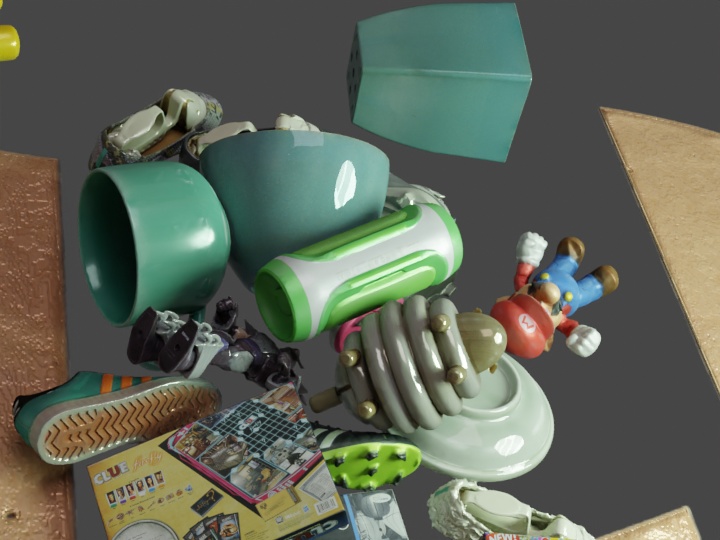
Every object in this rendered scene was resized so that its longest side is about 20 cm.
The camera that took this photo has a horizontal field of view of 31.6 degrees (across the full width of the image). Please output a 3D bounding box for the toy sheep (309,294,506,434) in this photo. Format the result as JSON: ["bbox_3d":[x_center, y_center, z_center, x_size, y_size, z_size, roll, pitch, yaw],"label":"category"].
[{"bbox_3d":[0.042,0.090,1.186,0.198,0.138,0.139,-17,50,10],"label":"toy sheep"}]

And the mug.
[{"bbox_3d":[-0.198,-0.015,1.252,0.113,0.187,0.152,-11,31,-32],"label":"mug"}]

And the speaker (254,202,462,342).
[{"bbox_3d":[0.000,0.000,1.219,0.198,0.089,0.089,-22,62,-29],"label":"speaker"}]

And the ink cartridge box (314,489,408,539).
[{"bbox_3d":[0.008,0.294,1.130,0.098,0.039,0.202,-2,53,-24],"label":"ink cartridge box"}]

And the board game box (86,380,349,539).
[{"bbox_3d":[-0.125,0.195,1.109,0.198,0.035,0.136,-21,58,-6],"label":"board game box"}]

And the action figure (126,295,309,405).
[{"bbox_3d":[-0.116,0.075,1.183,0.130,0.070,0.199,33,12,35],"label":"action figure"}]

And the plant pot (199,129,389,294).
[{"bbox_3d":[-0.070,-0.046,1.305,0.198,0.200,0.137,6,75,-17],"label":"plant pot"}]

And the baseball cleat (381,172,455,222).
[{"bbox_3d":[0.015,-0.086,1.450,0.199,0.070,0.106,31,13,22],"label":"baseball cleat"}]

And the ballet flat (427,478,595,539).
[{"bbox_3d":[0.160,0.252,1.208,0.198,0.072,0.072,22,46,-4],"label":"ballet flat"}]

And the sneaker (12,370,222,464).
[{"bbox_3d":[-0.221,0.121,1.161,0.198,0.072,0.080,-4,25,-42],"label":"sneaker"}]

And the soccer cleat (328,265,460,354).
[{"bbox_3d":[0.021,0.026,1.355,0.086,0.070,0.199,32,42,29],"label":"soccer cleat"}]

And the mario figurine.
[{"bbox_3d":[0.218,0.023,1.395,0.122,0.107,0.200,8,28,33],"label":"mario figurine"}]

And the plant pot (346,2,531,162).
[{"bbox_3d":[0.087,-0.236,1.551,0.197,0.142,0.143,3,50,-9],"label":"plant pot"}]

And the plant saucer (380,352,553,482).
[{"bbox_3d":[0.106,0.122,1.284,0.198,0.051,0.201,10,39,-8],"label":"plant saucer"}]

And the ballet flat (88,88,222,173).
[{"bbox_3d":[-0.217,-0.161,1.408,0.072,0.072,0.200,38,48,13],"label":"ballet flat"}]

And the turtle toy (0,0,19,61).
[{"bbox_3d":[-0.439,-0.223,1.348,0.144,0.102,0.201,-9,55,-28],"label":"turtle toy"}]

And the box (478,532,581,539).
[{"bbox_3d":[0.189,0.347,1.100,0.197,0.123,0.194,7,48,-16],"label":"box"}]

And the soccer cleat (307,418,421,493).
[{"bbox_3d":[-0.041,0.167,1.195,0.197,0.068,0.081,-1,39,-15],"label":"soccer cleat"}]

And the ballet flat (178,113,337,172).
[{"bbox_3d":[-0.103,-0.134,1.387,0.197,0.073,0.074,-5,49,3],"label":"ballet flat"}]
